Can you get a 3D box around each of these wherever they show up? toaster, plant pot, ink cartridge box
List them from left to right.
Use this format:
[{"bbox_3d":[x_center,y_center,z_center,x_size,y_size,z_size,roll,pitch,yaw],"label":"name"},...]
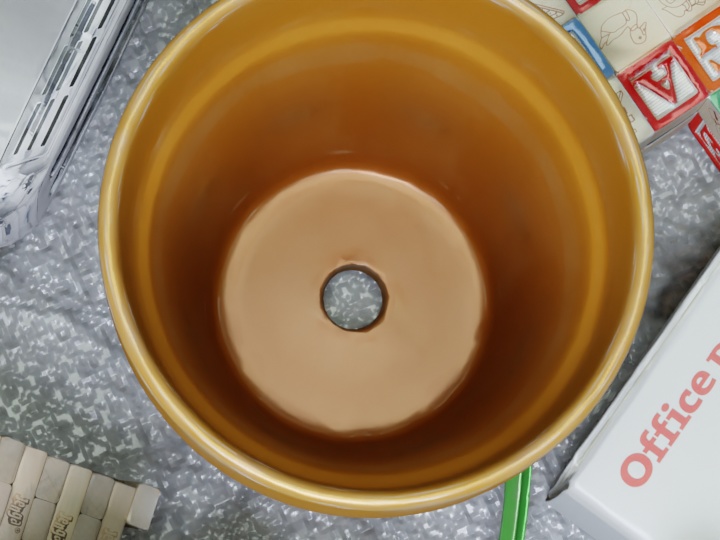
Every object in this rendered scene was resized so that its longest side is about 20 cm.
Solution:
[{"bbox_3d":[-0.161,-0.105,1.124,0.129,0.114,0.201,25,77,-3],"label":"toaster"},{"bbox_3d":[0.000,0.000,1.076,0.199,0.183,0.202,1,80,-4],"label":"plant pot"},{"bbox_3d":[0.194,0.090,1.123,0.200,0.084,0.145,36,81,2],"label":"ink cartridge box"}]

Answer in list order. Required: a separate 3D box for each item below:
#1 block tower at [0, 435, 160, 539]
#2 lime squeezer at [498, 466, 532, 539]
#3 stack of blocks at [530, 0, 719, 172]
[{"bbox_3d":[-0.181,0.078,1.082,0.199,0.054,0.058,21,82,-23],"label":"block tower"},{"bbox_3d":[0.078,0.174,1.115,0.070,0.038,0.201,-24,79,19],"label":"lime squeezer"},{"bbox_3d":[0.137,-0.098,1.165,0.199,0.059,0.116,-33,84,-8],"label":"stack of blocks"}]
